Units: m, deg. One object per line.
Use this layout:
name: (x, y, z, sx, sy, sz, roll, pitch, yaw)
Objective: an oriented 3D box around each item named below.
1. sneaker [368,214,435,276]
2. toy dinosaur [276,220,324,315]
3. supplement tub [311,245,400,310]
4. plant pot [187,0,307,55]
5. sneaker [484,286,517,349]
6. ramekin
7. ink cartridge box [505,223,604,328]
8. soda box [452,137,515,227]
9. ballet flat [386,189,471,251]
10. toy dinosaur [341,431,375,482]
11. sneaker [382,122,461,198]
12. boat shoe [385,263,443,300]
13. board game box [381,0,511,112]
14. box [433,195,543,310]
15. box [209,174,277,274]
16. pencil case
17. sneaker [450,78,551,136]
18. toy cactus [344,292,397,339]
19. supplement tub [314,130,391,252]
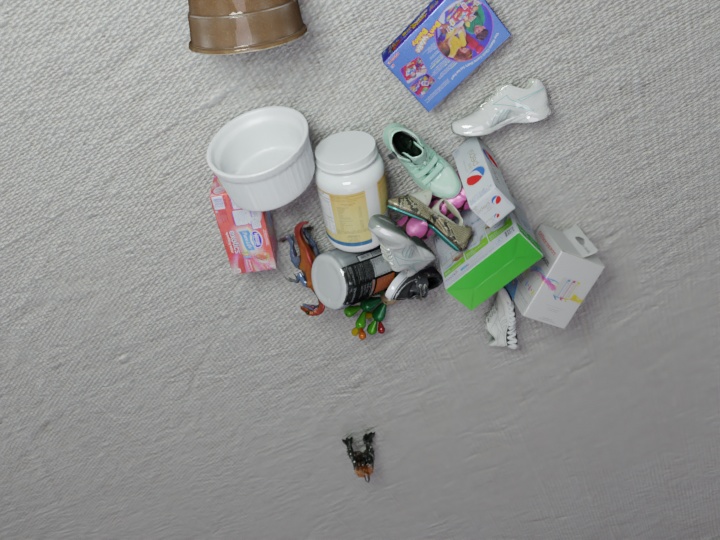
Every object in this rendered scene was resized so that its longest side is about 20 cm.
sneaker: (0.073, -0.041, 1.212, 0.080, 0.071, 0.199, -47, 137, 12)
toy dinosaur: (-0.122, 0.008, 1.342, 0.102, 0.200, 0.187, -20, 85, -1)
supplement tub: (0.000, 0.000, 1.318, 0.197, 0.122, 0.125, -19, 143, -42)
plant pot: (-0.193, -0.464, 0.945, 0.193, 0.202, 0.203, -7, 122, 1)
sneaker: (0.350, 0.120, 1.531, 0.078, 0.076, 0.204, -3, 128, 13)
ramekin: (-0.179, -0.206, 1.143, 0.194, 0.204, 0.099, -12, 138, 5)
ink cartridge box: (0.444, 0.002, 1.392, 0.122, 0.130, 0.204, 15, 117, -17)
soda box: (0.237, -0.179, 1.192, 0.068, 0.203, 0.063, 36, 121, -29)
ballet flat: (0.144, -0.116, 1.231, 0.197, 0.068, 0.077, 29, 92, -19)
toy dinosaur: (0.012, 0.558, 1.801, 0.099, 0.140, 0.200, -11, 173, -15)
sneaker: (0.122, -0.201, 1.185, 0.199, 0.119, 0.074, 39, 102, -12)
boat shoe: (0.127, 0.034, 1.365, 0.066, 0.198, 0.071, 38, 117, 19)
board game box: (0.152, -0.407, 1.103, 0.199, 0.045, 0.134, -39, 122, 24)
box: (0.265, -0.053, 1.312, 0.096, 0.179, 0.199, 34, 119, -28)
box: (-0.238, -0.104, 1.280, 0.099, 0.096, 0.204, -8, 130, 2)
pencil case: (0.163, -0.118, 1.310, 0.198, 0.092, 0.093, -37, 131, 20)
sneaker: (0.266, -0.315, 1.182, 0.194, 0.071, 0.082, -16, 114, 4)
toy cactus: (0.036, 0.075, 1.461, 0.160, 0.103, 0.204, -20, 120, -1)
supplement tub: (-0.015, -0.157, 1.225, 0.140, 0.147, 0.204, -9, 129, 2)
